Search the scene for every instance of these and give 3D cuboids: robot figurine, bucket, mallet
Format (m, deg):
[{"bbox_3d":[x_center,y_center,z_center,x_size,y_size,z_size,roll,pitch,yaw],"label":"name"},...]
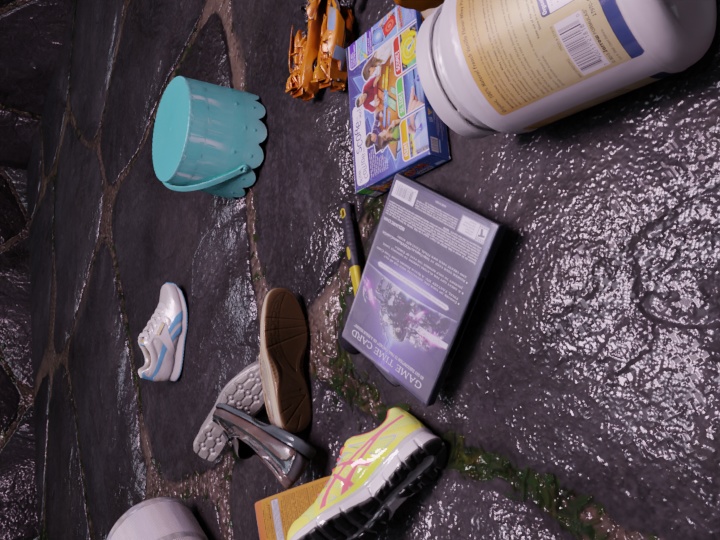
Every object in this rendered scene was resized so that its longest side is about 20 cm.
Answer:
[{"bbox_3d":[-0.054,-0.349,0.836,0.144,0.058,0.203,3,89,51],"label":"robot figurine"},{"bbox_3d":[-0.268,-0.229,1.035,0.206,0.134,0.210,-12,76,52],"label":"bucket"},{"bbox_3d":[0.000,0.000,0.746,0.066,0.041,0.202,-26,61,47],"label":"mallet"}]

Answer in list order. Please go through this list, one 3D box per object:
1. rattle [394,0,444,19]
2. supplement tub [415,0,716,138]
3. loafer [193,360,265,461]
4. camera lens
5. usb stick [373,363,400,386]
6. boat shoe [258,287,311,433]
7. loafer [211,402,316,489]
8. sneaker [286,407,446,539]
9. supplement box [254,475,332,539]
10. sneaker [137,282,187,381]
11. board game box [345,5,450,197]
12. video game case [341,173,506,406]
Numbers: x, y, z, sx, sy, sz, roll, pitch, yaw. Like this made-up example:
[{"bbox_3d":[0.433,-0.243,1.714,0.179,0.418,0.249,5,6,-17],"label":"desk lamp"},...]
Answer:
[{"bbox_3d":[0.073,-0.357,0.617,0.130,0.141,0.203,176,92,-68],"label":"rattle"},{"bbox_3d":[0.154,-0.197,0.480,0.199,0.143,0.146,-13,75,50],"label":"supplement tub"},{"bbox_3d":[-0.196,0.213,0.942,0.200,0.070,0.070,-50,7,18],"label":"loafer"},{"bbox_3d":[-0.332,0.498,1.006,0.199,0.159,0.162,25,105,51],"label":"camera lens"},{"bbox_3d":[0.070,0.040,0.649,0.056,0.032,0.201,50,123,41],"label":"usb stick"},{"bbox_3d":[-0.116,0.128,0.850,0.065,0.072,0.203,-17,79,52],"label":"boat shoe"},{"bbox_3d":[-0.149,0.237,0.821,0.199,0.072,0.063,8,60,42],"label":"loafer"},{"bbox_3d":[-0.002,0.229,0.649,0.199,0.078,0.090,-39,39,-2],"label":"sneaker"},{"bbox_3d":[-0.058,0.305,0.755,0.200,0.066,0.069,-39,56,43],"label":"supplement box"},{"bbox_3d":[-0.403,0.123,1.210,0.076,0.080,0.203,-6,79,53],"label":"sneaker"},{"bbox_3d":[0.039,-0.206,0.717,0.135,0.034,0.203,-19,71,50],"label":"board game box"},{"bbox_3d":[0.057,0.018,0.627,0.142,0.019,0.202,34,115,39],"label":"video game case"}]
